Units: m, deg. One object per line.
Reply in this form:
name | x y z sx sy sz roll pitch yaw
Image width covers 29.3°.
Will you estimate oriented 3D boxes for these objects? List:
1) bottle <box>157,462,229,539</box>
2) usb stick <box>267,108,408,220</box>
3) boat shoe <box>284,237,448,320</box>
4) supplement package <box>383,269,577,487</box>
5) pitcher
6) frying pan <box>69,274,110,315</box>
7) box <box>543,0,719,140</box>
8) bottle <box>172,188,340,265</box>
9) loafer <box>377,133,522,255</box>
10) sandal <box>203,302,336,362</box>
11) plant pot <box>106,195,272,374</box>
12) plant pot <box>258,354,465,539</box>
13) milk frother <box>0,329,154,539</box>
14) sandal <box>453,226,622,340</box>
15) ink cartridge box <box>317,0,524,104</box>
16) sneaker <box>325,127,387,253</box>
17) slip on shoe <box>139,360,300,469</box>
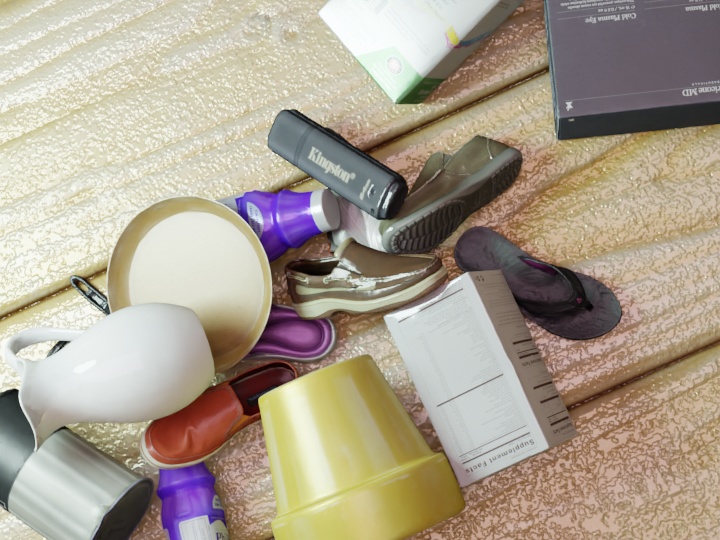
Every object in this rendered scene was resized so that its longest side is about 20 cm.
bottle | -0.180 0.284 1.509 0.065 0.084 0.200 -17 73 3
usb stick | -0.028 -0.117 1.502 0.200 0.033 0.056 35 100 35
boat shoe | -0.003 0.003 1.473 0.202 0.075 0.075 -13 109 35
supplement package | 0.129 0.113 1.469 0.114 0.109 0.200 -28 80 23
pitcher | -0.269 0.093 1.455 0.200 0.121 0.172 -18 40 -17
frying pan | -0.250 0.062 1.588 0.115 0.031 0.190 -29 82 1
box | 0.305 -0.251 1.512 0.199 0.104 0.183 -5 80 8
bottle | -0.121 -0.046 1.539 0.200 0.065 0.084 -12 82 23
loafer | 0.090 -0.086 1.521 0.200 0.075 0.070 -33 60 -27
sandal | -0.128 0.065 1.546 0.202 0.050 0.083 -2 79 -2
plant pot | -0.185 0.017 1.515 0.199 0.027 0.201 1 93 19
plant pot | -0.016 0.199 1.442 0.200 0.201 0.189 -23 83 4
milk frother | -0.302 0.189 1.499 0.188 0.180 0.200 31 93 13
sandal | 0.192 0.017 1.519 0.200 0.048 0.075 27 87 11
ink cartridge box | 0.076 -0.304 1.531 0.200 0.087 0.145 -45 78 22
sneaker | -0.013 -0.068 1.549 0.079 0.074 0.201 -23 80 9
slip on shoe | -0.151 0.152 1.504 0.200 0.061 0.074 -24 70 -22
